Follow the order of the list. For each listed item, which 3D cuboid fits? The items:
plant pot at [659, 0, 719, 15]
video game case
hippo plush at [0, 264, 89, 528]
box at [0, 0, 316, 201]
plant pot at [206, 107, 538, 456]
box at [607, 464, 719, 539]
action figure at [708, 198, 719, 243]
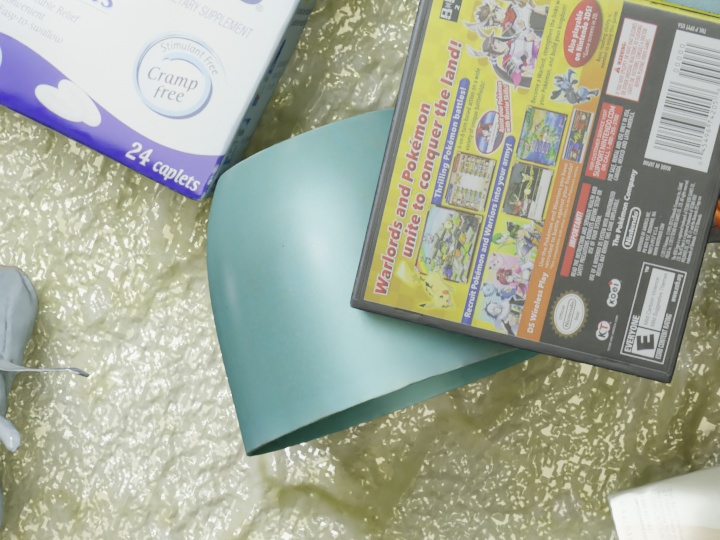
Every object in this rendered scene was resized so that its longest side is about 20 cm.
[{"bbox_3d":[0.182,-0.257,1.524,0.196,0.196,0.200,-44,113,8],"label":"plant pot"},{"bbox_3d":[0.104,-0.056,1.474,0.180,0.026,0.201,13,101,1],"label":"video game case"},{"bbox_3d":[-0.253,0.096,1.684,0.200,0.159,0.161,16,127,20],"label":"hippo plush"},{"bbox_3d":[-0.127,-0.170,1.646,0.184,0.105,0.200,26,96,4],"label":"box"},{"bbox_3d":[0.000,0.000,1.605,0.200,0.201,0.161,-21,83,8],"label":"plant pot"},{"bbox_3d":[0.256,0.152,1.620,0.200,0.095,0.078,-16,70,11],"label":"box"},{"bbox_3d":[0.197,-0.069,1.586,0.200,0.193,0.105,-30,117,-25],"label":"action figure"}]
